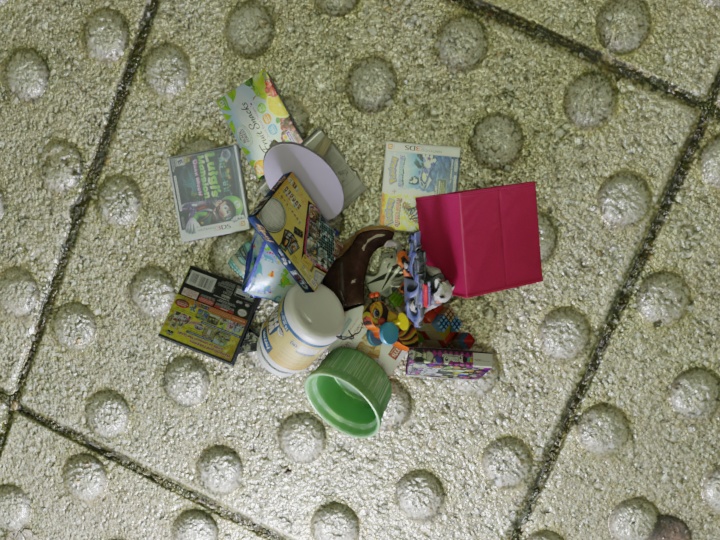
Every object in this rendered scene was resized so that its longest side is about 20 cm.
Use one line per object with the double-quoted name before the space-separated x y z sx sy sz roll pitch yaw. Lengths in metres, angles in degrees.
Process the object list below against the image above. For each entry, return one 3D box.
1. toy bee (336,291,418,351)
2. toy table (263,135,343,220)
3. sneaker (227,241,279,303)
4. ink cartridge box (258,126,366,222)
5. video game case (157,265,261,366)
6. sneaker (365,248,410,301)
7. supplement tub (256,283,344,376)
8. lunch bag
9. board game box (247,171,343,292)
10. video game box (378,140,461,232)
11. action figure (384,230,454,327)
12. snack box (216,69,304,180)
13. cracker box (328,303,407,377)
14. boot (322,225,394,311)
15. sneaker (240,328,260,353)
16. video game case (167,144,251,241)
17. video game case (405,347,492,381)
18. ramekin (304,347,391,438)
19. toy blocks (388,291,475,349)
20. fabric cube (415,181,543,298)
"toy bee" 0.050 0.106 1.156 0.128 0.198 0.113 -3 73 34
"toy table" -0.124 -0.207 1.171 0.182 0.118 0.201 -36 117 8
"sneaker" -0.218 0.008 1.281 0.198 0.078 0.087 37 92 1
"ink cartridge box" -0.112 -0.199 1.267 0.199 0.045 0.177 -39 117 9
"video game case" -0.354 0.105 1.280 0.194 0.026 0.186 18 72 8
"sneaker" 0.092 -0.019 1.256 0.198 0.074 0.089 -38 92 5
"supplement tub" -0.137 0.133 1.188 0.145 0.145 0.200 44 131 1
"lunch bag" -0.164 -0.027 1.220 0.165 0.127 0.206 15 96 -24
"board game box" -0.126 -0.076 1.101 0.034 0.137 0.202 -6 129 43
"video game box" 0.137 -0.190 1.257 0.175 0.047 0.208 5 94 6
"action figure" 0.125 -0.003 1.113 0.102 0.193 0.206 -15 122 -27
"snack box" -0.228 -0.340 1.270 0.140 0.053 0.204 -29 93 7
"cracker box" 0.008 0.165 1.282 0.198 0.058 0.136 37 96 1
"boot" 0.000 0.000 1.237 0.195 0.072 0.171 -20 62 19
"sneaker" -0.331 0.178 1.307 0.194 0.060 0.107 -20 87 2
"video game case" -0.365 -0.186 1.306 0.175 0.023 0.207 -9 93 5
"video game case" 0.190 0.211 1.202 0.174 0.201 0.037 3 71 3
"ramekin" -0.023 0.273 1.227 0.195 0.098 0.204 20 135 21
"toy blocks" 0.167 0.118 1.202 0.100 0.136 0.202 -45 105 -24
"fabric cube" 0.249 -0.070 1.147 0.194 0.195 0.207 -10 97 -20
